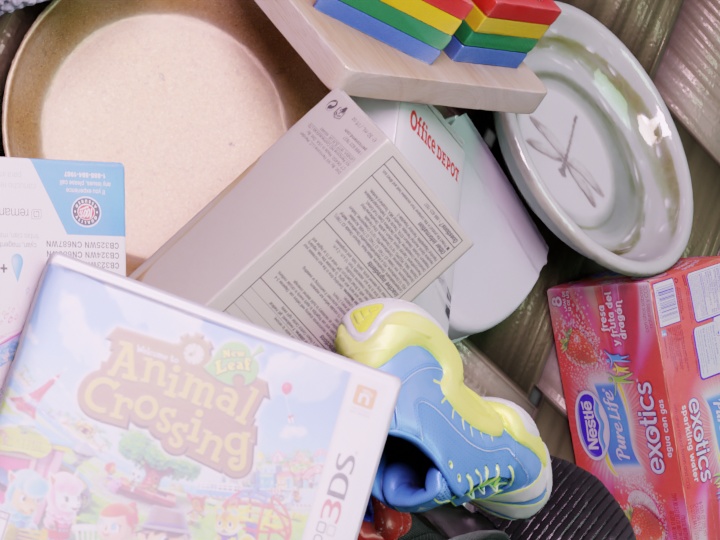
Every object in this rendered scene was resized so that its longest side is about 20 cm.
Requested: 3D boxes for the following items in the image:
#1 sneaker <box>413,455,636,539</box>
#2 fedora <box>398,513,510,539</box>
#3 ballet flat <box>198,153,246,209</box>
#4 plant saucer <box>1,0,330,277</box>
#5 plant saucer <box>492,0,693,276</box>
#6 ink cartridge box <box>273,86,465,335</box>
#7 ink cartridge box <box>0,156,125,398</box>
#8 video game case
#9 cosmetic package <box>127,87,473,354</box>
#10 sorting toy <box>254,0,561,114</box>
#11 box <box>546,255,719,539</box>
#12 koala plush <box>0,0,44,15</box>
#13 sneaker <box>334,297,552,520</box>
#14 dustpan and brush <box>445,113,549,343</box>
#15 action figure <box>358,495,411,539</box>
[{"bbox_3d":[0.101,0.159,1.810,0.074,0.200,0.089,-44,138,-20],"label":"sneaker"},{"bbox_3d":[-0.013,0.197,1.728,0.200,0.090,0.177,-41,159,-8],"label":"fedora"},{"bbox_3d":[-0.094,0.018,1.716,0.062,0.067,0.201,-1,87,-33],"label":"ballet flat"},{"bbox_3d":[-0.110,-0.080,1.678,0.199,0.035,0.201,2,80,-14],"label":"plant saucer"},{"bbox_3d":[0.144,-0.082,1.949,0.200,0.050,0.201,29,48,-38],"label":"plant saucer"},{"bbox_3d":[0.000,0.000,1.754,0.146,0.085,0.201,42,51,-66],"label":"ink cartridge box"},{"bbox_3d":[-0.208,0.044,1.553,0.128,0.125,0.201,1,86,-45],"label":"ink cartridge box"},{"bbox_3d":[-0.094,0.107,1.492,0.199,0.022,0.183,20,71,-10],"label":"video game case"},{"bbox_3d":[-0.047,0.007,1.619,0.200,0.071,0.105,-41,130,-2],"label":"cosmetic package"},{"bbox_3d":[0.009,-0.190,1.733,0.198,0.070,0.200,2,42,-51],"label":"sorting toy"},{"bbox_3d":[0.208,0.096,1.988,0.102,0.094,0.201,-17,99,-44],"label":"box"},{"bbox_3d":[-0.204,-0.200,1.548,0.178,0.184,0.200,51,46,5],"label":"koala plush"},{"bbox_3d":[0.042,0.108,1.620,0.200,0.075,0.105,46,39,-39],"label":"sneaker"},{"bbox_3d":[0.038,0.015,1.863,0.140,0.057,0.200,56,45,-32],"label":"dustpan and brush"},{"bbox_3d":[-0.046,0.121,1.602,0.200,0.065,0.099,4,59,-50],"label":"action figure"}]
